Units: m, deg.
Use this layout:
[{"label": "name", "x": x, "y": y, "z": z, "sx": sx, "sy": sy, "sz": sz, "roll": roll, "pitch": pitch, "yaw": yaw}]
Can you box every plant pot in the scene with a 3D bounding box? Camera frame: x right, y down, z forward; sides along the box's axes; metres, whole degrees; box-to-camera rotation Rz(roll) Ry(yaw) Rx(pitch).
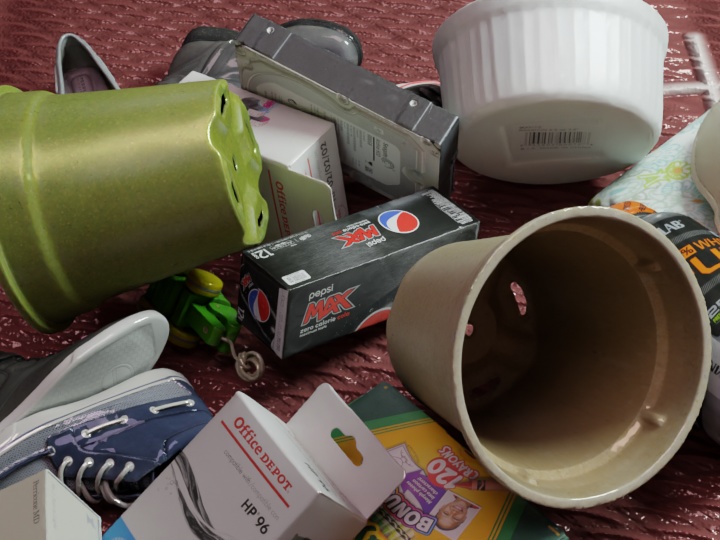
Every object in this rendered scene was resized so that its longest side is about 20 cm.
[{"label": "plant pot", "x": -0.176, "y": -0.067, "z": 1.251, "sx": 0.183, "sy": 0.201, "sz": 0.201, "roll": -12, "pitch": 42, "yaw": 10}, {"label": "plant pot", "x": 0.112, "y": 0.050, "z": 1.142, "sx": 0.200, "sy": 0.201, "sz": 0.183, "roll": -28, "pitch": 15, "yaw": -19}]

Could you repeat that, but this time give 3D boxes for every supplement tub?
[{"label": "supplement tub", "x": 0.249, "y": 0.037, "z": 1.196, "sx": 0.122, "sy": 0.123, "sz": 0.200, "roll": -30, "pitch": 47, "yaw": -21}]

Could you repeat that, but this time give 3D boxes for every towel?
[{"label": "towel", "x": 0.318, "y": -0.053, "z": 1.335, "sx": 0.171, "sy": 0.048, "sz": 0.200, "roll": -33, "pitch": 48, "yaw": -24}]

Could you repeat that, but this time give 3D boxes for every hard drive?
[{"label": "hard drive", "x": -0.012, "y": -0.127, "z": 1.367, "sx": 0.199, "sy": 0.140, "sz": 0.038, "roll": 28, "pitch": 69, "yaw": 12}]

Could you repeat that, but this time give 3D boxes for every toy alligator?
[{"label": "toy alligator", "x": -0.124, "y": 0.036, "z": 1.314, "sx": 0.054, "sy": 0.059, "sz": 0.200, "roll": 8, "pitch": 23, "yaw": -48}]

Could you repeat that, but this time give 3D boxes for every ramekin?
[{"label": "ramekin", "x": 0.160, "y": -0.149, "z": 1.353, "sx": 0.200, "sy": 0.201, "sz": 0.098, "roll": -2, "pitch": 70, "yaw": 7}]

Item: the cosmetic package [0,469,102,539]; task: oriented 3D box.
[{"label": "cosmetic package", "x": -0.273, "y": 0.226, "z": 1.078, "sx": 0.199, "sy": 0.073, "sz": 0.104, "roll": -27, "pitch": 43, "yaw": 11}]

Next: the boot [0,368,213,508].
[{"label": "boot", "x": -0.197, "y": 0.144, "z": 1.193, "sx": 0.200, "sy": 0.073, "sz": 0.090, "roll": -28, "pitch": 41, "yaw": -20}]

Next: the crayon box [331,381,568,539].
[{"label": "crayon box", "x": 0.036, "y": 0.177, "z": 1.130, "sx": 0.119, "sy": 0.058, "sz": 0.200, "roll": -32, "pitch": 48, "yaw": -23}]

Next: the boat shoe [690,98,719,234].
[{"label": "boat shoe", "x": 0.313, "y": -0.073, "z": 1.281, "sx": 0.059, "sy": 0.072, "sz": 0.200, "roll": 25, "pitch": 29, "yaw": -15}]

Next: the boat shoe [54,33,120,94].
[{"label": "boat shoe", "x": -0.250, "y": -0.147, "z": 1.515, "sx": 0.074, "sy": 0.065, "sz": 0.202, "roll": -17, "pitch": 44, "yaw": -8}]

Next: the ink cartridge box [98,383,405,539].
[{"label": "ink cartridge box", "x": -0.079, "y": 0.167, "z": 1.092, "sx": 0.200, "sy": 0.068, "sz": 0.116, "roll": -47, "pitch": 49, "yaw": 2}]

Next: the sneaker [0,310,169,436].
[{"label": "sneaker", "x": -0.246, "y": 0.078, "z": 1.248, "sx": 0.200, "sy": 0.071, "sz": 0.099, "roll": -39, "pitch": 49, "yaw": -3}]

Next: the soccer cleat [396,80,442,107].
[{"label": "soccer cleat", "x": -0.002, "y": -0.135, "z": 1.473, "sx": 0.199, "sy": 0.069, "sz": 0.073, "roll": -8, "pitch": 7, "yaw": 17}]

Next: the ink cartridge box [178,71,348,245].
[{"label": "ink cartridge box", "x": -0.079, "y": -0.082, "z": 1.382, "sx": 0.200, "sy": 0.115, "sz": 0.068, "roll": 24, "pitch": 53, "yaw": 29}]

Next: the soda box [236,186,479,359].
[{"label": "soda box", "x": 0.000, "y": 0.000, "z": 1.281, "sx": 0.199, "sy": 0.071, "sz": 0.063, "roll": -20, "pitch": 41, "yaw": -34}]

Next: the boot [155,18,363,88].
[{"label": "boot", "x": -0.104, "y": -0.173, "z": 1.516, "sx": 0.199, "sy": 0.070, "sz": 0.132, "roll": -2, "pitch": 37, "yaw": 25}]
